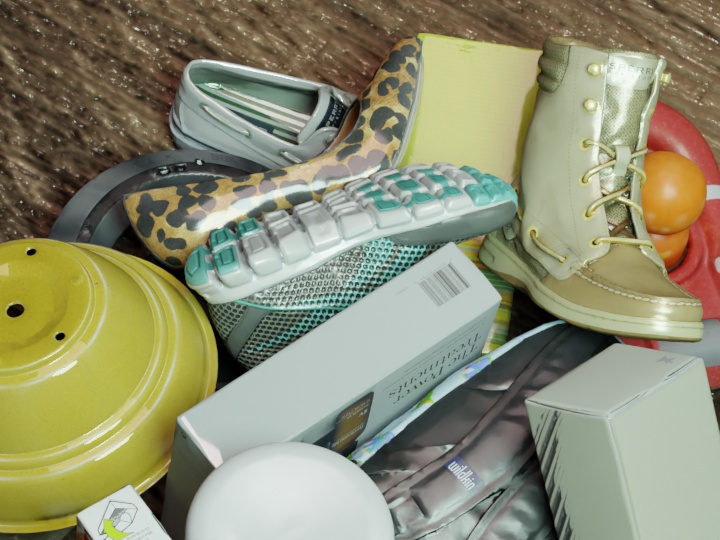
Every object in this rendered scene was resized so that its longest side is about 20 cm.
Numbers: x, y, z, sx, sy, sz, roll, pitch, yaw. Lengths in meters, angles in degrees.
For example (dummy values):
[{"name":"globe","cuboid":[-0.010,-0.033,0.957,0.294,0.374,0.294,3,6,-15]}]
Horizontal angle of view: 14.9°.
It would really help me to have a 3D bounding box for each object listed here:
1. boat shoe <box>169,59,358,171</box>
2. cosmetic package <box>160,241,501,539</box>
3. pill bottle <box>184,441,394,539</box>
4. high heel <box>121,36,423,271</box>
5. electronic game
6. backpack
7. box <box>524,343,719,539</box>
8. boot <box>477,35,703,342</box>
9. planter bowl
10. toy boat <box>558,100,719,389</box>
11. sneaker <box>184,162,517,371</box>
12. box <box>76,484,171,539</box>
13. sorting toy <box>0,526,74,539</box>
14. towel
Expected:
[{"name":"boat shoe","cuboid":[-0.025,-0.082,1.740,0.200,0.067,0.074,11,57,2]},{"name":"cosmetic package","cuboid":[-0.019,0.084,1.579,0.200,0.151,0.052,-33,72,-23]},{"name":"pill bottle","cuboid":[-0.043,0.184,1.482,0.109,0.200,0.109,3,57,-4]},{"name":"high heel","cuboid":[-0.049,-0.079,1.667,0.142,0.071,0.200,26,74,-5]},{"name":"electronic game","cuboid":[-0.098,0.014,1.683,0.200,0.042,0.200,5,61,-9]},{"name":"backpack","cuboid":[0.093,0.119,1.583,0.163,0.154,0.200,42,80,10]},{"name":"box","cuboid":[0.158,0.147,1.504,0.082,0.200,0.068,-28,23,-35]},{"name":"boot","cuboid":[0.147,-0.049,1.592,0.073,0.156,0.200,10,12,-27]},{"name":"planter bowl","cuboid":[-0.187,0.043,1.566,0.200,0.084,0.201,-6,52,8]},{"name":"toy boat","cuboid":[0.179,-0.027,1.686,0.130,0.131,0.200,-9,58,-12]},{"name":"sneaker","cuboid":[0.000,0.000,1.616,0.200,0.091,0.078,-18,24,-5]},{"name":"box","cuboid":[-0.109,0.208,1.459,0.035,0.200,0.110,-28,63,-22]},{"name":"sorting toy","cuboid":[-0.260,0.116,1.603,0.185,0.036,0.200,35,60,16]},{"name":"towel","cuboid":[0.061,-0.046,1.710,0.086,0.018,0.200,9,78,1]}]
